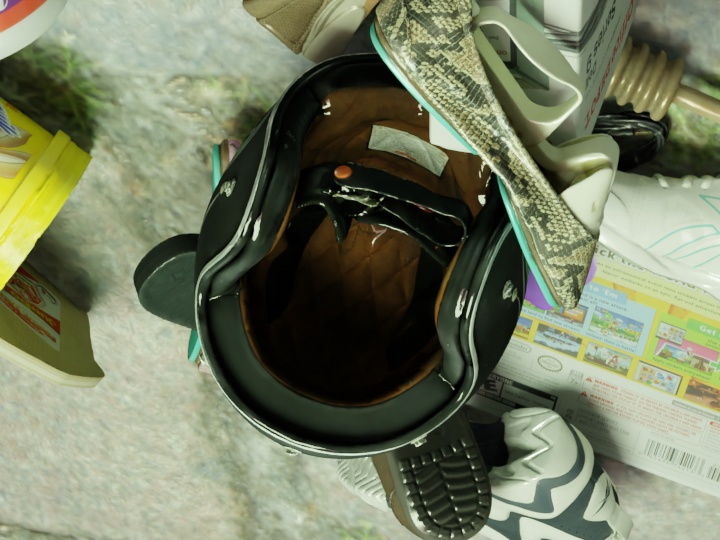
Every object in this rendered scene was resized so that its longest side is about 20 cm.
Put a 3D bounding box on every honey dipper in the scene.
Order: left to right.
[{"bbox_3d":[0.219,-0.076,1.593,0.200,0.038,0.038,24,135,-3],"label":"honey dipper"}]

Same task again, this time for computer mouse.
[{"bbox_3d":[0.077,-0.081,1.657,0.200,0.034,0.059,2,130,14],"label":"computer mouse"}]

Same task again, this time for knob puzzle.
[{"bbox_3d":[-0.238,0.012,1.768,0.220,0.220,0.030,42,98,-15],"label":"knob puzzle"}]

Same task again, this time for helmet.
[{"bbox_3d":[0.000,0.000,1.589,0.200,0.200,0.191,22,133,4],"label":"helmet"}]

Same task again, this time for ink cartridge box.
[{"bbox_3d":[0.091,-0.175,1.481,0.084,0.146,0.200,11,134,14],"label":"ink cartridge box"}]

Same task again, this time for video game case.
[{"bbox_3d":[0.164,0.043,1.730,0.200,0.023,0.182,20,135,7],"label":"video game case"}]

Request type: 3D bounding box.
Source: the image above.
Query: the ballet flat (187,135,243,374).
[{"bbox_3d":[-0.062,-0.007,1.763,0.071,0.069,0.200,5,138,-4],"label":"ballet flat"}]

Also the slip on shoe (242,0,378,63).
[{"bbox_3d":[-0.001,-0.187,1.564,0.061,0.076,0.200,27,143,-10],"label":"slip on shoe"}]

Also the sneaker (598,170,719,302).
[{"bbox_3d":[0.192,-0.027,1.623,0.200,0.070,0.080,27,100,-4],"label":"sneaker"}]

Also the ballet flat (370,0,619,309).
[{"bbox_3d":[0.082,-0.067,1.441,0.075,0.068,0.200,-27,117,15],"label":"ballet flat"}]

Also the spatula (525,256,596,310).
[{"bbox_3d":[0.075,0.012,1.701,0.057,0.021,0.200,45,151,-5],"label":"spatula"}]

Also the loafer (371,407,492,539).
[{"bbox_3d":[0.018,0.068,1.716,0.073,0.200,0.071,-9,171,-21],"label":"loafer"}]

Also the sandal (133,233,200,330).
[{"bbox_3d":[-0.050,0.034,1.734,0.200,0.048,0.075,17,127,-40],"label":"sandal"}]

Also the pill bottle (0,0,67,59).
[{"bbox_3d":[-0.246,-0.216,1.616,0.112,0.113,0.200,-5,127,28],"label":"pill bottle"}]

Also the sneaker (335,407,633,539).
[{"bbox_3d":[0.085,0.141,1.810,0.199,0.080,0.130,-9,138,42],"label":"sneaker"}]

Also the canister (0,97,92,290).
[{"bbox_3d":[-0.266,-0.087,1.722,0.200,0.149,0.087,36,99,-7],"label":"canister"}]
